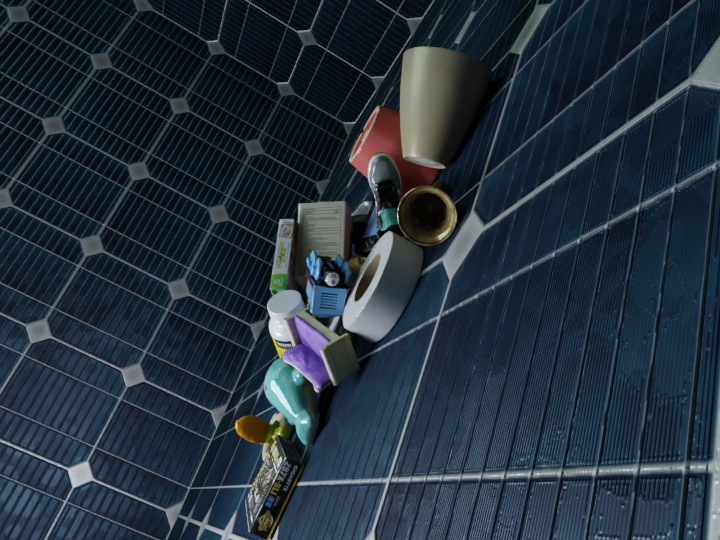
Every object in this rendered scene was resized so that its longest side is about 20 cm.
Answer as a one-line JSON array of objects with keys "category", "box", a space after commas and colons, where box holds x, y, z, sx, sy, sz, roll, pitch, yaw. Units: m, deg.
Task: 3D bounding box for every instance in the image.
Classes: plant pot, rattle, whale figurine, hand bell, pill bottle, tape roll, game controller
[{"category": "plant pot", "box": [0.153, -0.319, 1.238, 0.187, 0.184, 0.204, -151, 75, -79]}, {"category": "rattle", "box": [-0.249, 0.391, 1.509, 0.200, 0.140, 0.133, -137, 56, -72]}, {"category": "whale figurine", "box": [-0.145, 0.270, 1.282, 0.201, 0.102, 0.161, -114, 31, -48]}, {"category": "hand bell", "box": [0.135, -0.132, 1.114, 0.105, 0.103, 0.200, -57, 2, 28]}, {"category": "pill bottle", "box": [-0.149, 0.148, 1.407, 0.112, 0.109, 0.202, -77, -23, -52]}, {"category": "tape roll", "box": [0.040, 0.031, 1.164, 0.204, 0.070, 0.203, -58, 13, 21]}, {"category": "plant pot", "box": [0.082, -0.267, 1.381, 0.202, 0.175, 0.201, -59, 11, 19]}, {"category": "game controller", "box": [0.047, -0.125, 1.510, 0.103, 0.042, 0.202, -6, 52, 41]}]

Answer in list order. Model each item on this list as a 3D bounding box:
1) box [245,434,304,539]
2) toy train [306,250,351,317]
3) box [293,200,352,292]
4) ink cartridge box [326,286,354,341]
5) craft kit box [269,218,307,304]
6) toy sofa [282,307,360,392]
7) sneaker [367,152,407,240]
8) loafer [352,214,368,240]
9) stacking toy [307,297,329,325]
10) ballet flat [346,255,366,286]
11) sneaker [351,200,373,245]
[{"category": "box", "box": [-0.186, 0.452, 1.289, 0.162, 0.049, 0.200, -62, 11, -9]}, {"category": "toy train", "box": [-0.076, 0.025, 1.291, 0.200, 0.085, 0.116, -138, 57, -75]}, {"category": "box", "box": [-0.089, -0.057, 1.514, 0.109, 0.125, 0.204, 65, -155, -66]}, {"category": "ink cartridge box", "box": [-0.050, 0.147, 1.365, 0.109, 0.050, 0.202, -49, 17, 54]}, {"category": "craft kit box", "box": [-0.171, 0.010, 1.515, 0.201, 0.048, 0.200, 77, -163, -57]}, {"category": "toy sofa", "box": [-0.094, 0.153, 1.213, 0.097, 0.084, 0.199, -27, 25, -21]}, {"category": "sneaker", "box": [0.060, -0.135, 1.278, 0.121, 0.082, 0.203, -105, 1, -59]}, {"category": "loafer", "box": [-0.040, -0.099, 1.617, 0.071, 0.197, 0.069, -83, -22, -47]}, {"category": "stacking toy", "box": [-0.097, 0.089, 1.460, 0.202, 0.084, 0.086, 97, -172, -48]}, {"category": "ballet flat", "box": [0.000, 0.000, 1.444, 0.062, 0.070, 0.200, -14, 8, 10]}, {"category": "sneaker", "box": [-0.020, -0.107, 1.752, 0.200, 0.074, 0.117, -49, 20, 49]}]
